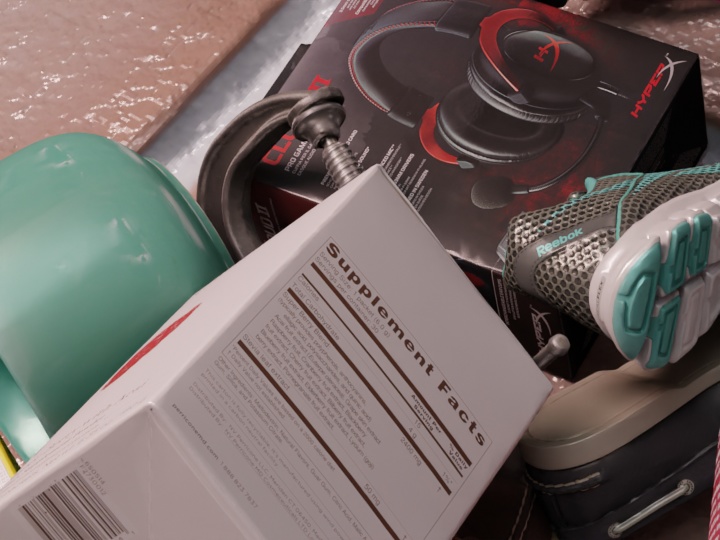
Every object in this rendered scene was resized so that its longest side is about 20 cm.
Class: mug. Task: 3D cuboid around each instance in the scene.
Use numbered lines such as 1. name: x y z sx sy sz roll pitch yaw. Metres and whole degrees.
1. mug: -0.112 0.029 1.067 0.114 0.186 0.152 -34 23 -16

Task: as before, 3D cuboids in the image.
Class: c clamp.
1. c clamp: 0.000 0.000 1.038 0.027 0.171 0.201 -15 63 -40

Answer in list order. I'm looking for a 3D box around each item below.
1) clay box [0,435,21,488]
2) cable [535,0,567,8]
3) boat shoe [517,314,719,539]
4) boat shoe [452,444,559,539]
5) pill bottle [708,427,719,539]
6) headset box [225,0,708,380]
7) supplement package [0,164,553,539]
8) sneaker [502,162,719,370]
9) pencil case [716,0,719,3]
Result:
1. clay box: -0.164 0.175 1.022 0.114 0.048 0.201 -30 56 -6
2. cable: 0.147 -0.158 1.114 0.162 0.200 0.051 1 79 -25
3. boat shoe: 0.160 0.061 1.038 0.199 0.063 0.073 -23 20 -20
4. boat shoe: 0.027 0.136 0.994 0.072 0.072 0.201 20 60 23
5. pill bottle: 0.190 0.096 0.910 0.112 0.113 0.201 2 54 13
6. headset box: 0.043 -0.057 1.127 0.199 0.075 0.149 22 63 25
7. supplement package: -0.035 0.071 0.897 0.121 0.120 0.200 -34 8 34
8. sneaker: 0.133 -0.020 1.019 0.091 0.078 0.199 18 20 33
9. pencil case: 0.231 -0.088 1.031 0.088 0.200 0.089 -32 27 18
